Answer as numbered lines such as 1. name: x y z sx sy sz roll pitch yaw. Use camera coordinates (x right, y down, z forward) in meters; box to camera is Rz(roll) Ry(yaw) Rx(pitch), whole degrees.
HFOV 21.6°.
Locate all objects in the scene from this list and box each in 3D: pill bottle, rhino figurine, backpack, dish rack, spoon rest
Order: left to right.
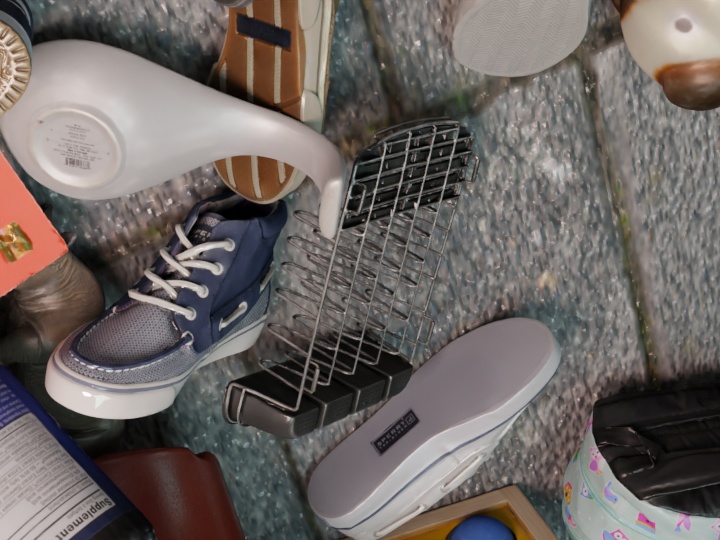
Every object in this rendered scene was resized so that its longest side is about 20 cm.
1. pill bottle: -0.179 0.141 0.995 0.112 0.200 0.112 -43 173 -7
2. rhino figurine: -0.187 0.038 1.087 0.087 0.060 0.201 -17 122 -16
3. spoon rest: -0.102 -0.070 1.023 0.199 0.061 0.100 15 128 5
4. dish rack: 0.000 0.000 1.133 0.153 0.054 0.201 -19 129 -56
5. backpack: 0.245 0.155 1.343 0.199 0.167 0.127 -1 127 -21

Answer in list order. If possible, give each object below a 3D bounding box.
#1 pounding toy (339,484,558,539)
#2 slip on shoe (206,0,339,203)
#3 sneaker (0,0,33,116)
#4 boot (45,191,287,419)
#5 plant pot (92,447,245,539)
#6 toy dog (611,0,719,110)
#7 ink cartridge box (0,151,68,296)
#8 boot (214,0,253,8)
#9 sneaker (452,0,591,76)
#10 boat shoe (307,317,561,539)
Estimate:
1. pounding toy: 0.059 0.249 1.282 0.199 0.184 0.143 -15 127 -19
2. slip on shoe: -0.043 -0.129 1.051 0.061 0.076 0.201 -40 143 -43
3. sneaker: -0.250 -0.084 0.945 0.199 0.109 0.070 -23 114 7
4. boot: -0.107 0.012 1.062 0.200 0.073 0.091 -36 145 -64
5. plant pot: -0.134 0.220 1.121 0.200 0.196 0.201 -15 163 -5
6. toy dog: 0.250 -0.176 1.147 0.199 0.140 0.194 -16 164 -20
7. ink cartridge box: -0.277 -0.009 0.987 0.200 0.057 0.163 -32 114 1
8. boot: 0.005 -0.199 0.962 0.174 0.201 0.069 20 152 -32
9. sneaker: 0.103 -0.199 1.071 0.073 0.116 0.200 11 155 -9
10. boat shoe: 0.056 0.108 1.268 0.200 0.074 0.065 -35 137 11
